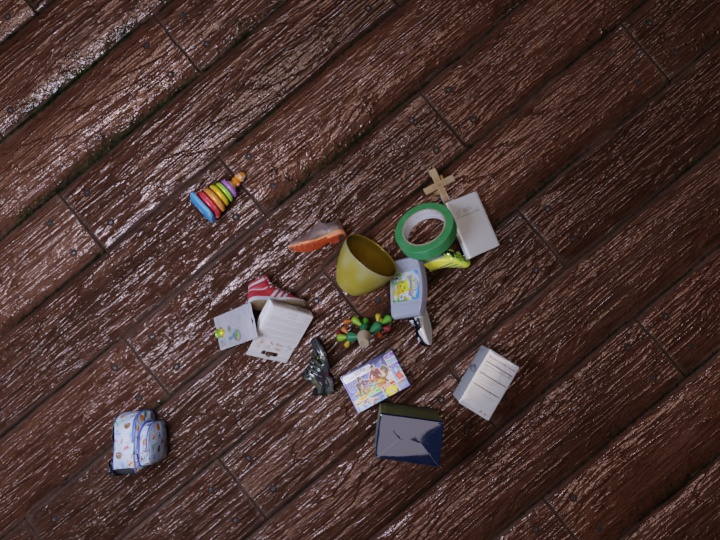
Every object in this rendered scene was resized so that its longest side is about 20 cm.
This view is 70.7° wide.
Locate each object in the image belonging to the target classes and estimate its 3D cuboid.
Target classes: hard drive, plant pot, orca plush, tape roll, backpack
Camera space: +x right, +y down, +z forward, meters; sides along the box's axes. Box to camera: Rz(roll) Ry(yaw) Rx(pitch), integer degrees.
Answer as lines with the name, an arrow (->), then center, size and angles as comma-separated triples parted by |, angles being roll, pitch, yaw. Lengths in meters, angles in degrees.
hard drive -> 0.374, -0.153, 1.710 | 0.132, 0.027, 0.201 | -22, 88, -19
plant pot -> 0.000, 0.000, 1.665 | 0.200, 0.200, 0.142 | 38, 117, 2
orca plush -> 0.184, 0.158, 1.703 | 0.071, 0.105, 0.201 | -18, 91, 32
tape roll -> 0.213, -0.129, 1.661 | 0.200, 0.048, 0.201 | -15, 52, 20
backpack -> -0.724, 0.551, 1.653 | 0.153, 0.200, 0.191 | -12, 82, -4

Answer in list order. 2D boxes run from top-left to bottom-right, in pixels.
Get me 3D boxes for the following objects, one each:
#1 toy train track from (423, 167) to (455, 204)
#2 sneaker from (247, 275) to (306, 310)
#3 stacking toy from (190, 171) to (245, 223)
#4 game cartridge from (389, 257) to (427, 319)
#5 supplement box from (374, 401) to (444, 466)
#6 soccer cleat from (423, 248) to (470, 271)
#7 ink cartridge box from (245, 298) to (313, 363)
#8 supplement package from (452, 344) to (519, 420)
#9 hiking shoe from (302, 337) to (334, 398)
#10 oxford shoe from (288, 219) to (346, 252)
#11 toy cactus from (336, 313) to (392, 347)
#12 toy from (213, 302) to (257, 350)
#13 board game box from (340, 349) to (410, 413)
toy train track -> 0.283, -0.252, 1.733 | 0.114, 0.033, 0.201 | -26, 94, -7
sneaker -> -0.283, 0.078, 1.711 | 0.199, 0.071, 0.113 | 6, 44, -27
stacking toy -> -0.464, -0.264, 1.720 | 0.200, 0.116, 0.110 | -43, 89, -14
game cartridge -> 0.157, 0.055, 1.670 | 0.133, 0.040, 0.201 | -13, 73, 36
supplement box -> 0.150, 0.516, 1.626 | 0.199, 0.200, 0.135 | 8, 87, 1
soccer cleat -> 0.270, -0.032, 1.719 | 0.199, 0.065, 0.084 | 10, 118, -3
ink cartridge box -> -0.272, 0.203, 1.685 | 0.161, 0.050, 0.200 | 20, 110, -34
supplement package -> 0.410, 0.364, 1.668 | 0.117, 0.117, 0.200 | 31, 89, 2
hiking shoe -> -0.151, 0.327, 1.699 | 0.100, 0.076, 0.201 | -14, 89, -3
oxford shoe -> -0.152, -0.117, 1.724 | 0.199, 0.071, 0.073 | -17, 69, -4
toy cactus -> 0.012, 0.209, 1.664 | 0.199, 0.165, 0.103 | -11, 108, 5
toy -> -0.403, 0.186, 1.682 | 0.200, 0.047, 0.116 | -21, 79, 33
board game box -> 0.050, 0.370, 1.703 | 0.199, 0.034, 0.136 | -28, 77, 0
